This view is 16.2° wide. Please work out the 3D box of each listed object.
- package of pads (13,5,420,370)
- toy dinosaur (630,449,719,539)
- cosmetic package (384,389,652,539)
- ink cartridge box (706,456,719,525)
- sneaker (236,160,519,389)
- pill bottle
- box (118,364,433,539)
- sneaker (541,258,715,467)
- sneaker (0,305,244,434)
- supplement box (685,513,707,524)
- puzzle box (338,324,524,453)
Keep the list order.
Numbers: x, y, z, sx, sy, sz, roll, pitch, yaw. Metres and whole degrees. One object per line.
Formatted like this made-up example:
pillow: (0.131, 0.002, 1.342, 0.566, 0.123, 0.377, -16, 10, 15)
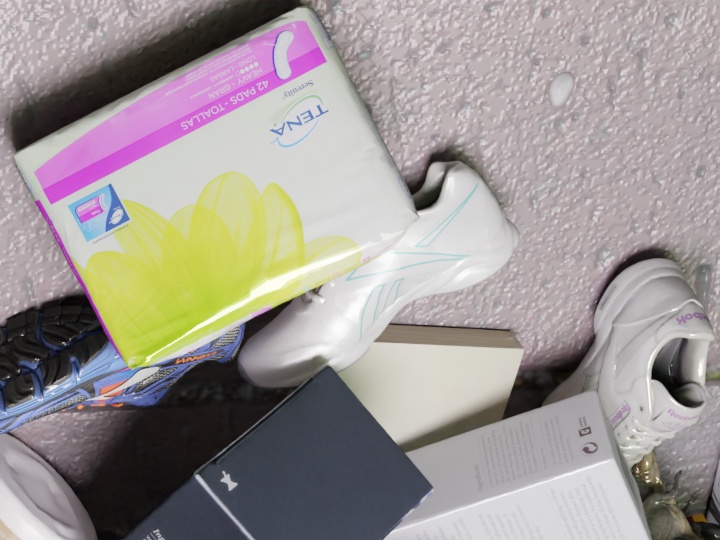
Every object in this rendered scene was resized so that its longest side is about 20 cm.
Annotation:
package of pads: (-0.082, -0.046, 1.492, 0.200, 0.068, 0.155, -28, 95, -2)
toy dinosaur: (0.235, 0.195, 1.743, 0.088, 0.200, 0.047, -14, 149, 6)
cosmetic package: (0.082, 0.165, 1.673, 0.200, 0.071, 0.101, -19, 129, 8)
ink cartridge box: (0.333, 0.191, 1.840, 0.145, 0.084, 0.200, -5, 123, -19)
sneaker: (0.000, 0.000, 1.601, 0.200, 0.070, 0.080, -34, 121, -6)
pill bottle: (-0.271, 0.203, 1.592, 0.200, 0.111, 0.111, -43, 127, 9)
box: (-0.077, 0.175, 1.568, 0.148, 0.107, 0.200, -38, 175, -48)
sneaker: (0.179, 0.094, 1.706, 0.075, 0.100, 0.200, 2, 122, -29)
sneaker: (-0.157, 0.060, 1.570, 0.200, 0.075, 0.078, -22, 130, -5)
supplement box: (0.154, 0.250, 1.789, 0.200, 0.086, 0.110, -9, 146, -16)
puzzle box: (0.021, 0.127, 1.712, 0.133, 0.025, 0.200, 4, 120, -24)
